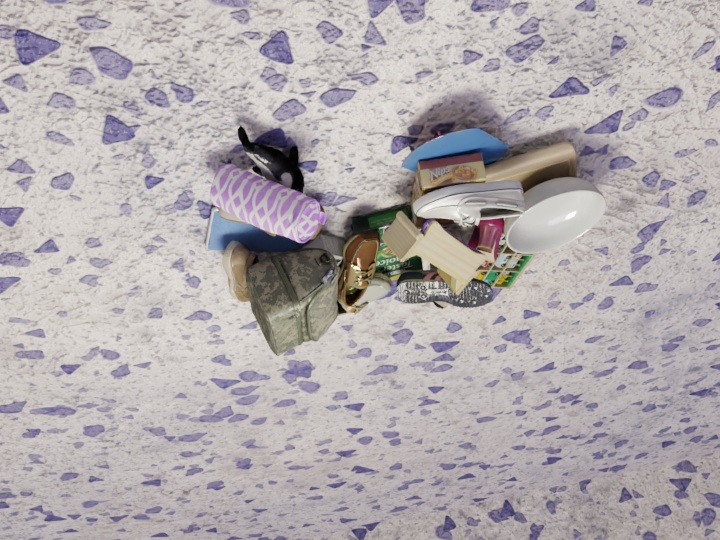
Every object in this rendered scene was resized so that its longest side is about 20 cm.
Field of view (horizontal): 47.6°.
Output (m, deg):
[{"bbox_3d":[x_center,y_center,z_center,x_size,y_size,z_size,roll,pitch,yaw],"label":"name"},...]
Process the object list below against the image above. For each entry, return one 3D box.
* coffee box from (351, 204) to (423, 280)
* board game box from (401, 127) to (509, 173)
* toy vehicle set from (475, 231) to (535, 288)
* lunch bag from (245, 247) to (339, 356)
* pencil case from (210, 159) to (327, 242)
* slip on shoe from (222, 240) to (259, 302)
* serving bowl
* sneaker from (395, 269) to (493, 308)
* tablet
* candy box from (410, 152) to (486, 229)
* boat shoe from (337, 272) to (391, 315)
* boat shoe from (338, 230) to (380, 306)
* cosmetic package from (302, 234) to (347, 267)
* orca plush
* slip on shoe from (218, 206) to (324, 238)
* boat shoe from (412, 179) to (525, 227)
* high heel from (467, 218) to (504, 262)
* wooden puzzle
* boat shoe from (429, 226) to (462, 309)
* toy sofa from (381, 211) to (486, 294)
[{"bbox_3d":[0.059,-0.048,1.667,0.121,0.044,0.201,-12,147,3],"label":"coffee box"},{"bbox_3d":[0.166,-0.218,1.443,0.157,0.039,0.199,-24,160,32],"label":"board game box"},{"bbox_3d":[0.311,-0.028,1.780,0.123,0.027,0.201,2,145,-17],"label":"toy vehicle set"},{"bbox_3d":[-0.121,0.052,1.583,0.166,0.140,0.201,-24,152,-14],"label":"lunch bag"},{"bbox_3d":[-0.162,-0.115,1.390,0.085,0.198,0.085,-10,123,-65],"label":"pencil case"},{"bbox_3d":[-0.224,0.011,1.633,0.060,0.077,0.201,20,152,13],"label":"slip on shoe"},{"bbox_3d":[0.359,-0.114,1.549,0.197,0.066,0.201,-14,151,-8],"label":"serving bowl"},{"bbox_3d":[0.173,0.026,1.676,0.197,0.082,0.071,6,120,1],"label":"sneaker"},{"bbox_3d":[-0.196,-0.078,1.584,0.197,0.014,0.131,1,145,-18],"label":"tablet"},{"bbox_3d":[0.158,-0.142,1.502,0.114,0.056,0.200,-9,162,-4],"label":"candy box"},{"bbox_3d":[-0.014,0.059,1.735,0.075,0.069,0.199,37,143,-31],"label":"boat shoe"},{"bbox_3d":[0.000,0.000,1.609,0.075,0.075,0.201,-7,148,-20],"label":"boat shoe"},{"bbox_3d":[-0.114,0.002,1.679,0.199,0.051,0.082,-35,149,33],"label":"cosmetic package"},{"bbox_3d":[-0.142,-0.192,1.409,0.105,0.072,0.200,23,166,43],"label":"orca plush"},{"bbox_3d":[-0.164,-0.093,1.499,0.198,0.076,0.061,-1,123,-26],"label":"slip on shoe"},{"bbox_3d":[0.192,-0.110,1.421,0.197,0.066,0.074,-10,162,-1],"label":"boat shoe"},{"bbox_3d":[0.255,-0.074,1.632,0.067,0.097,0.200,17,173,0],"label":"high heel"},{"bbox_3d":[0.322,-0.165,1.563,0.183,0.038,0.200,-16,150,10],"label":"wooden puzzle"},{"bbox_3d":[0.198,-0.020,1.739,0.092,0.074,0.202,-31,143,-38],"label":"boat shoe"},{"bbox_3d":[0.143,-0.043,1.546,0.199,0.083,0.098,28,107,-43],"label":"toy sofa"}]
